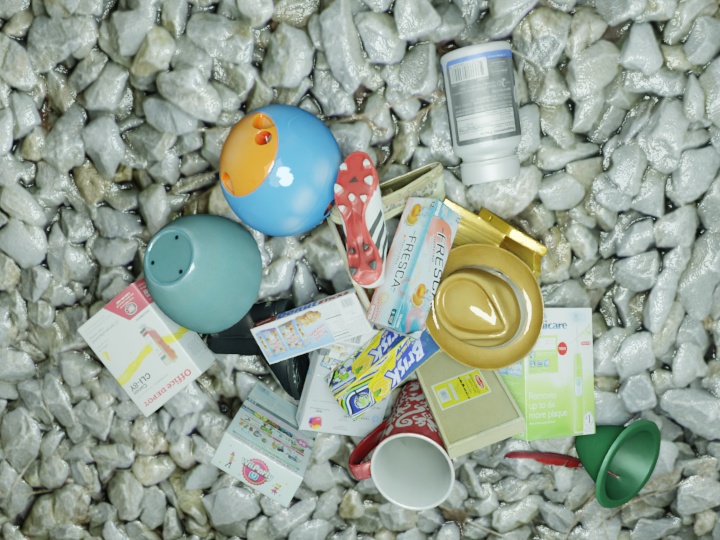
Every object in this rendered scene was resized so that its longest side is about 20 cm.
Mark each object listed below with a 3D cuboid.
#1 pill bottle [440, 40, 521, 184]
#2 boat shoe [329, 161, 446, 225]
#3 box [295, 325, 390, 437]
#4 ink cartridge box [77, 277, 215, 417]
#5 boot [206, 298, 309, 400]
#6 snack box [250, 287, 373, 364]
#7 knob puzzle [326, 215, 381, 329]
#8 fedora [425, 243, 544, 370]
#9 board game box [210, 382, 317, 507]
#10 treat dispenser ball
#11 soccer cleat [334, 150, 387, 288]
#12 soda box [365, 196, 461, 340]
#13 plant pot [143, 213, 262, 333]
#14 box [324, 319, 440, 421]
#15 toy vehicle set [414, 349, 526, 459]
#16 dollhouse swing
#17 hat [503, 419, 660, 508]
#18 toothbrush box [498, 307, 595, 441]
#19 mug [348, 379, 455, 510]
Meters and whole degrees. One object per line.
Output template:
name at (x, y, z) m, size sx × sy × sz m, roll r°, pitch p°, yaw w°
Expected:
pill bottle at (0.194, -0.244, 0.973) m, size 0.111 × 0.114 × 0.205 m, roll -9°, pitch 100°, yaw 6°
boat shoe at (0.042, -0.122, 0.974) m, size 0.196 × 0.073 × 0.064 m, roll -17°, pitch 121°, yaw -17°
box at (-0.016, 0.189, 1.085) m, size 0.152 × 0.041 × 0.205 m, roll 11°, pitch 102°, yaw -20°
ink cartridge box at (-0.381, 0.135, 1.111) m, size 0.144 × 0.083 × 0.202 m, roll -36°, pitch 96°, yaw 10°
boot at (-0.185, 0.138, 1.102) m, size 0.164 × 0.077 × 0.204 m, roll -2°, pitch 117°, yaw 18°
snack box at (-0.080, 0.092, 0.998) m, size 0.196 × 0.024 × 0.073 m, roll -20°, pitch 111°, yaw 20°
knob puzzle at (0.000, 0.000, 0.994) m, size 0.030 × 0.220 × 0.224 m, roll -24°, pitch 98°, yaw 3°
fedora at (0.174, 0.056, 0.922) m, size 0.196 × 0.081 × 0.206 m, roll 0°, pitch 91°, yaw 25°
board game box at (-0.155, 0.292, 1.061) m, size 0.146 × 0.200 × 0.065 m, roll 31°, pitch 102°, yaw -1°
treat dispenser ball at (-0.124, -0.157, 0.974) m, size 0.195 × 0.201 × 0.206 m, roll 1°, pitch 101°, yaw 5°
soccer cleat at (0.005, -0.073, 0.905) m, size 0.067 × 0.085 × 0.205 m, roll -11°, pitch 76°, yaw 14°
soda box at (0.081, -0.006, 0.926) m, size 0.063 × 0.068 × 0.204 m, roll 26°, pitch 81°, yaw -40°
plant pot at (-0.278, -0.006, 1.012) m, size 0.195 × 0.135 × 0.206 m, roll -4°, pitch 77°, yaw 16°
box at (0.040, 0.153, 1.032) m, size 0.199 × 0.070 × 0.065 m, roll -40°, pitch 118°, yaw -3°
toy vehicle set at (0.165, 0.193, 0.977) m, size 0.122 × 0.201 × 0.027 m, roll -19°, pitch 124°, yaw -1°
dollhouse swing at (0.157, -0.007, 1.002) m, size 0.173 × 0.182 × 0.203 m, roll 24°, pitch 103°, yaw -20°
hat at (0.406, 0.306, 1.109) m, size 0.196 × 0.175 × 0.170 m, roll 9°, pitch 102°, yaw -35°
toothbrush box at (0.299, 0.163, 1.005) m, size 0.142 × 0.086 × 0.206 m, roll 2°, pitch 85°, yaw -24°
mug at (0.078, 0.272, 1.032) m, size 0.173 × 0.200 × 0.137 m, roll 11°, pitch 111°, yaw 9°
